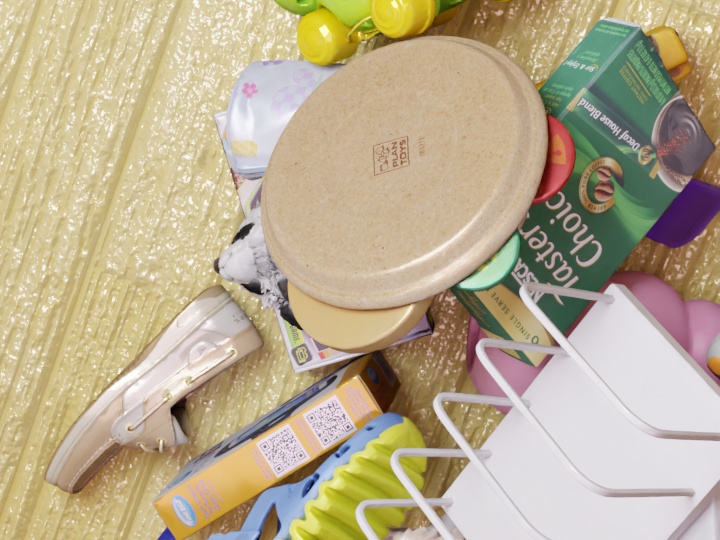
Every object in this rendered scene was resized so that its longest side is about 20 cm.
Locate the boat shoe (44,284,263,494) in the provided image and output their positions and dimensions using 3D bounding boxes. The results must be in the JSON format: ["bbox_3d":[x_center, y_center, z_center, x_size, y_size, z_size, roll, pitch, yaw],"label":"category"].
[{"bbox_3d":[-0.153,0.102,1.200,0.069,0.074,0.200,44,100,4],"label":"boat shoe"}]

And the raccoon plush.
[{"bbox_3d":[0.000,0.000,1.125,0.200,0.134,0.097,12,91,-13],"label":"raccoon plush"}]

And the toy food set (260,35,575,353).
[{"bbox_3d":[0.030,-0.058,0.987,0.198,0.049,0.200,-29,51,12],"label":"toy food set"}]

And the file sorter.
[{"bbox_3d":[0.111,0.123,0.983,0.200,0.124,0.139,-55,53,23],"label":"file sorter"}]

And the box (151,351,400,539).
[{"bbox_3d":[-0.068,0.130,1.173,0.200,0.119,0.042,-30,93,9],"label":"box"}]

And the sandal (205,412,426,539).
[{"bbox_3d":[-0.040,0.168,1.088,0.200,0.087,0.080,-44,131,-8],"label":"sandal"}]

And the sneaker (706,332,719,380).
[{"bbox_3d":[0.286,-0.006,1.115,0.092,0.076,0.200,41,61,10],"label":"sneaker"}]

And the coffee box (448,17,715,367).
[{"bbox_3d":[0.134,-0.049,1.042,0.200,0.044,0.123,-48,125,-11],"label":"coffee box"}]

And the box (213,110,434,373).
[{"bbox_3d":[-0.026,-0.036,1.186,0.110,0.035,0.200,-17,97,8],"label":"box"}]

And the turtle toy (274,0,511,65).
[{"bbox_3d":[0.013,-0.206,1.094,0.200,0.146,0.101,-11,101,47],"label":"turtle toy"}]

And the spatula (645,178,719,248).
[{"bbox_3d":[0.179,-0.064,1.113,0.200,0.021,0.057,24,113,-32],"label":"spatula"}]

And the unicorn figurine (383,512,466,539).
[{"bbox_3d":[0.085,0.207,1.160,0.200,0.137,0.074,31,106,3],"label":"unicorn figurine"}]

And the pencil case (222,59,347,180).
[{"bbox_3d":[0.009,-0.093,1.093,0.200,0.083,0.091,8,71,19],"label":"pencil case"}]

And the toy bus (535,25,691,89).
[{"bbox_3d":[0.140,-0.102,1.143,0.200,0.065,0.078,-25,96,9],"label":"toy bus"}]

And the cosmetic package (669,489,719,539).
[{"bbox_3d":[0.206,0.201,1.083,0.167,0.166,0.201,-8,79,40],"label":"cosmetic package"}]

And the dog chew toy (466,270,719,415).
[{"bbox_3d":[0.178,0.052,1.141,0.199,0.125,0.125,7,100,-4],"label":"dog chew toy"}]
